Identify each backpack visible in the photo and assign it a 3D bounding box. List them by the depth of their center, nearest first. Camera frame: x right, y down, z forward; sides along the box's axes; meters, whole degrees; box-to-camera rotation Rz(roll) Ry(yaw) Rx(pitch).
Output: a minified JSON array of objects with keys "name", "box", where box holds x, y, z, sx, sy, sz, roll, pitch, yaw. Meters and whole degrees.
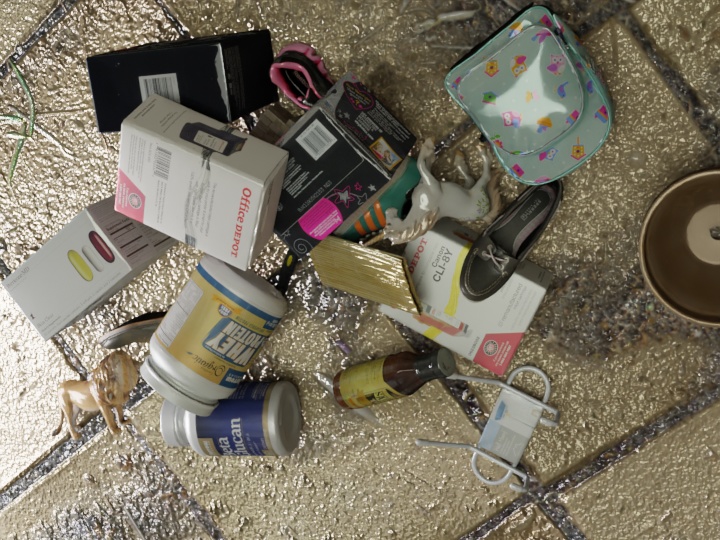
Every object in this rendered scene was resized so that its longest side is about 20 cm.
[{"name":"backpack","box":[0.222,-0.212,1.371,0.175,0.153,0.201,-36,100,18]}]

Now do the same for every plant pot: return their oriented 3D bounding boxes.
[{"name":"plant pot","box":[0.455,-0.038,1.381,0.198,0.093,0.204,5,109,15]}]

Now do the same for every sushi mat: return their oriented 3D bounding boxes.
[{"name":"sushi mat","box":[0.000,0.000,1.486,0.199,0.012,0.096,18,138,43]}]

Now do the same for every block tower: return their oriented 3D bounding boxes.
[{"name":"block tower","box":[-0.154,-0.148,1.555,0.058,0.054,0.200,40,113,1]}]

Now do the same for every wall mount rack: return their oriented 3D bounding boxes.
[{"name":"wall mount rack","box":[0.184,0.222,1.553,0.172,0.075,0.202,25,111,10]}]

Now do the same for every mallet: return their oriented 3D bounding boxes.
[{"name":"mallet","box":[-0.084,-0.036,1.581,0.065,0.041,0.202,17,115,8]}]

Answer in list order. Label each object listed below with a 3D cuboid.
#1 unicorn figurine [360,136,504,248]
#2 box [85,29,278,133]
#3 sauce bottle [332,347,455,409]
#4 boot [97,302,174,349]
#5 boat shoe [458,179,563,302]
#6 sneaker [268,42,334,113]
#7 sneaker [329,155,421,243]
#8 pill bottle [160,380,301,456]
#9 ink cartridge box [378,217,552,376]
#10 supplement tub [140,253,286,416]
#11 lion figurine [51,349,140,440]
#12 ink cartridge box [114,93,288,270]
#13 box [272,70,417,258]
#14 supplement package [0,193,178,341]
[{"name":"unicorn figurine","box":[0.103,-0.100,1.426,0.197,0.074,0.139,3,80,-10]},{"name":"box","box":[-0.237,-0.259,1.477,0.197,0.182,0.106,-2,106,17]},{"name":"sauce bottle","box":[0.047,0.151,1.549,0.199,0.066,0.067,-21,100,43]},{"name":"boot","box":[-0.307,0.110,1.670,0.198,0.075,0.098,-20,97,20]},{"name":"boat shoe","box":[0.196,-0.047,1.420,0.067,0.057,0.200,38,75,9]},{"name":"sneaker","box":[-0.048,-0.224,1.478,0.199,0.095,0.079,40,111,1]},{"name":"sneaker","box":[0.023,-0.079,1.512,0.079,0.072,0.200,33,127,-18]},{"name":"pill bottle","box":[-0.198,0.226,1.651,0.197,0.111,0.113,-3,106,18]},{"name":"ink cartridge box","box":[0.143,0.030,1.502,0.198,0.083,0.146,27,112,8]},{"name":"supplement tub","box":[-0.212,0.091,1.561,0.144,0.145,0.201,34,95,4]},{"name":"lion figurine","box":[-0.433,0.200,1.737,0.198,0.072,0.124,-13,100,22]},{"name":"ink cartridge box","box":[-0.202,-0.112,1.379,0.198,0.085,0.146,24,132,8]},{"name":"box","box":[-0.047,-0.138,1.420,0.132,0.115,0.200,44,129,-9]},{"name":"supplement package","box":[-0.400,-0.013,1.616,0.199,0.156,0.111,-37,93,24]}]
